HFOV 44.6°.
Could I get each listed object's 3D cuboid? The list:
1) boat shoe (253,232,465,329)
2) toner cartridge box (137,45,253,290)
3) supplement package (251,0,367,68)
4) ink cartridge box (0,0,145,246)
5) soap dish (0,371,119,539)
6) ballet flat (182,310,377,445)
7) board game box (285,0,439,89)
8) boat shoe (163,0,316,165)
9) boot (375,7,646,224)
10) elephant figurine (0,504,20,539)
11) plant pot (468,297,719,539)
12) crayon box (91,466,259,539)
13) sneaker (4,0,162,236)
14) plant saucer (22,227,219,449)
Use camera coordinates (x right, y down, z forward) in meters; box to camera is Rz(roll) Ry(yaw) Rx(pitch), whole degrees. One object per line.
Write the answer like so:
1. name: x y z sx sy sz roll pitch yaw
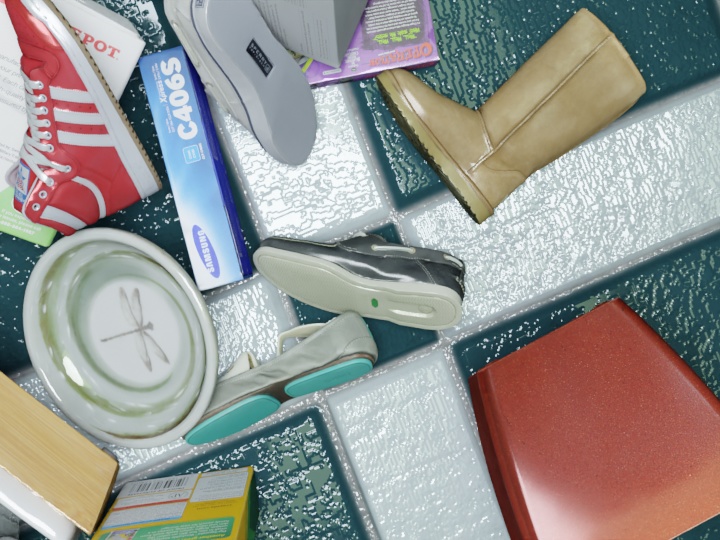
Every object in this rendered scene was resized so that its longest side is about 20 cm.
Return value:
1. boat shoe: 0.000 0.000 0.811 0.196 0.072 0.068 11 55 5
2. toner cartridge box: -0.144 -0.086 0.780 0.042 0.095 0.204 -15 91 -1
3. supplement package: -0.083 -0.297 0.705 0.197 0.191 0.149 22 81 4
4. ink cartridge box: -0.290 -0.144 0.731 0.144 0.084 0.202 22 105 -32
5. soap dish: -0.295 0.148 0.755 0.199 0.157 0.082 38 70 -3
6. ballet flat: -0.080 0.096 0.808 0.197 0.068 0.064 -24 63 4
7. board game box: -0.034 -0.234 0.814 0.196 0.032 0.122 -10 87 -1
8. boat shoe: -0.103 -0.167 0.757 0.069 0.200 0.072 16 69 32
9. boot: 0.136 -0.167 0.805 0.199 0.066 0.176 -40 105 0
10. elephant figurine: -0.382 0.287 0.764 0.200 0.140 0.156 -49 54 31
11. plant pot: 0.194 0.137 0.756 0.198 0.200 0.178 -26 81 -1
12. crayon box: -0.155 0.228 0.732 0.123 0.200 0.053 -7 96 -1
13. sneaker: -0.242 -0.113 0.672 0.112 0.071 0.202 -33 131 -12
14. plant saucer: -0.206 0.057 0.784 0.197 0.050 0.204 5 106 18
